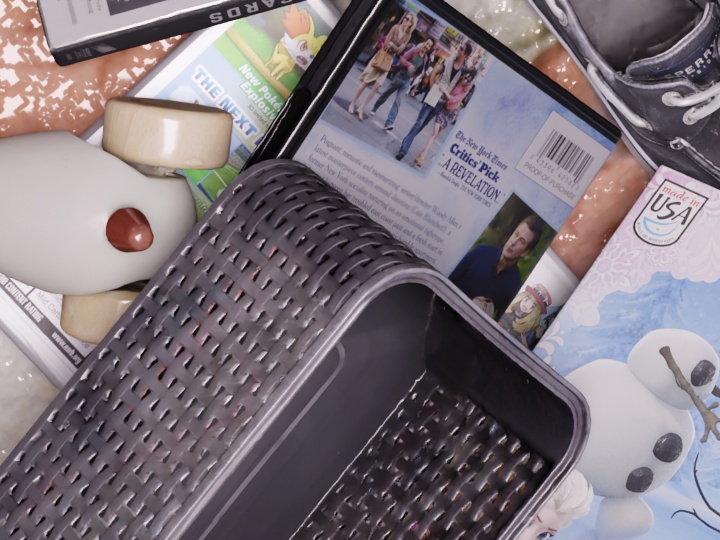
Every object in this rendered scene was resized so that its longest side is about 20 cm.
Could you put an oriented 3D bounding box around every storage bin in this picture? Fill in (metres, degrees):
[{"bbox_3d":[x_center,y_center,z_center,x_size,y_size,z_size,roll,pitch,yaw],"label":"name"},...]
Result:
[{"bbox_3d":[-0.034,0.080,0.859,0.200,0.094,0.135,-50,133,1],"label":"storage bin"}]

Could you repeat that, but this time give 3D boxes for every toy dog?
[{"bbox_3d":[-0.142,-0.022,0.893,0.199,0.096,0.132,-12,94,-2],"label":"toy dog"}]

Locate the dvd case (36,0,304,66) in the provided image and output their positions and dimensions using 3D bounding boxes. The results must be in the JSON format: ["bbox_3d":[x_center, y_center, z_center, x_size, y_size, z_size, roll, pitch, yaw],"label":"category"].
[{"bbox_3d":[-0.035,-0.172,0.906,0.199,0.025,0.151,-15,77,1],"label":"dvd case"}]

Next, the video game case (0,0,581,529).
[{"bbox_3d":[-0.031,0.008,0.968,0.182,0.022,0.200,-42,100,1],"label":"video game case"}]

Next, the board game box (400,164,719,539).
[{"bbox_3d":[0.139,0.083,0.885,0.199,0.200,0.043,-54,144,-13],"label":"board game box"}]

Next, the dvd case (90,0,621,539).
[{"bbox_3d":[0.000,0.000,0.913,0.142,0.018,0.200,30,95,-42],"label":"dvd case"}]

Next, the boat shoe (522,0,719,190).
[{"bbox_3d":[0.123,-0.084,0.947,0.072,0.068,0.200,-40,100,1],"label":"boat shoe"}]
